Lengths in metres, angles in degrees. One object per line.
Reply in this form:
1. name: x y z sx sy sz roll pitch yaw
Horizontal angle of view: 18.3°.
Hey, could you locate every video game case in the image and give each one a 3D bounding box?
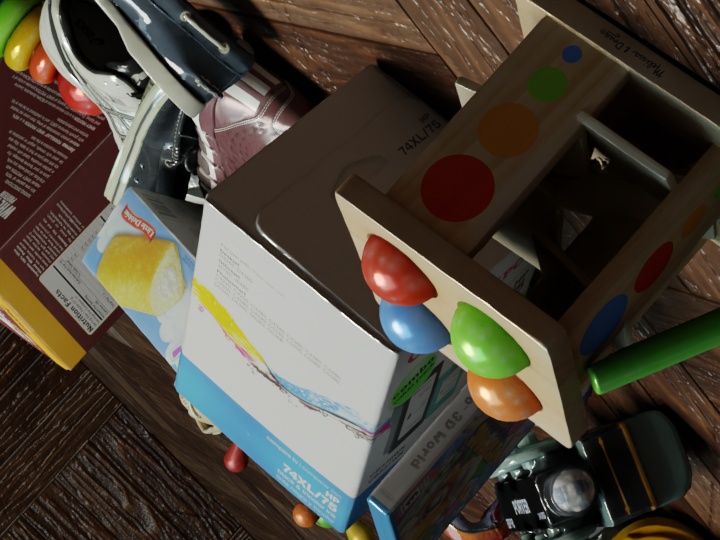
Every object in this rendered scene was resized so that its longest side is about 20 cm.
1. video game case: 0.080 0.075 1.245 0.018 0.200 0.143 38 167 17

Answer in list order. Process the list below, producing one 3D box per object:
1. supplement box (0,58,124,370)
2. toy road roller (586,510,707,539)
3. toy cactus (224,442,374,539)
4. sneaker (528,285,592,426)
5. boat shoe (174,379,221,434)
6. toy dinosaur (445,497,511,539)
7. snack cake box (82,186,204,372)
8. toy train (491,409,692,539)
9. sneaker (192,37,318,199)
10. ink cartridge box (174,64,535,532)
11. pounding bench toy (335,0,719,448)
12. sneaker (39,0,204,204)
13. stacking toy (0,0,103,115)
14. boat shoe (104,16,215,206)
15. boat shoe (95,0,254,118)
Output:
1. supplement box: -0.256 -0.061 1.839 0.197 0.200 0.133 29 162 47
2. toy road roller: 0.178 0.264 1.599 0.123 0.200 0.146 43 -170 -1
3. toy cactus: -0.027 0.110 1.664 0.102 0.166 0.199 1 -168 -40
4. sneaker: 0.065 0.013 1.422 0.199 0.077 0.085 30 155 19
5. boat shoe: -0.118 0.100 1.848 0.200 0.065 0.073 91 159 -78
6. toy dinosaur: 0.042 0.140 1.730 0.200 0.105 0.182 -30 78 43
7. snack cake box: -0.082 0.034 1.497 0.115 0.067 0.200 16 -156 -51
8. toy train: 0.145 0.140 1.471 0.200 0.113 0.086 122 128 -80
9. sneaker: -0.048 -0.064 1.484 0.115 0.076 0.200 35 165 20
10. ink cartridge box: -0.002 0.018 1.302 0.146 0.147 0.200 39 148 17
11. pounding bench toy: 0.109 0.002 1.006 0.200 0.156 0.124 37 167 24
12. sneaker: -0.155 -0.125 1.600 0.200 0.076 0.088 43 168 -3
13. stacking toy: -0.267 -0.192 1.747 0.200 0.086 0.085 36 168 1
14. boat shoe: -0.123 -0.102 1.521 0.062 0.075 0.200 24 143 -5
15. boat shoe: -0.145 -0.188 1.376 0.200 0.062 0.075 51 -176 1
